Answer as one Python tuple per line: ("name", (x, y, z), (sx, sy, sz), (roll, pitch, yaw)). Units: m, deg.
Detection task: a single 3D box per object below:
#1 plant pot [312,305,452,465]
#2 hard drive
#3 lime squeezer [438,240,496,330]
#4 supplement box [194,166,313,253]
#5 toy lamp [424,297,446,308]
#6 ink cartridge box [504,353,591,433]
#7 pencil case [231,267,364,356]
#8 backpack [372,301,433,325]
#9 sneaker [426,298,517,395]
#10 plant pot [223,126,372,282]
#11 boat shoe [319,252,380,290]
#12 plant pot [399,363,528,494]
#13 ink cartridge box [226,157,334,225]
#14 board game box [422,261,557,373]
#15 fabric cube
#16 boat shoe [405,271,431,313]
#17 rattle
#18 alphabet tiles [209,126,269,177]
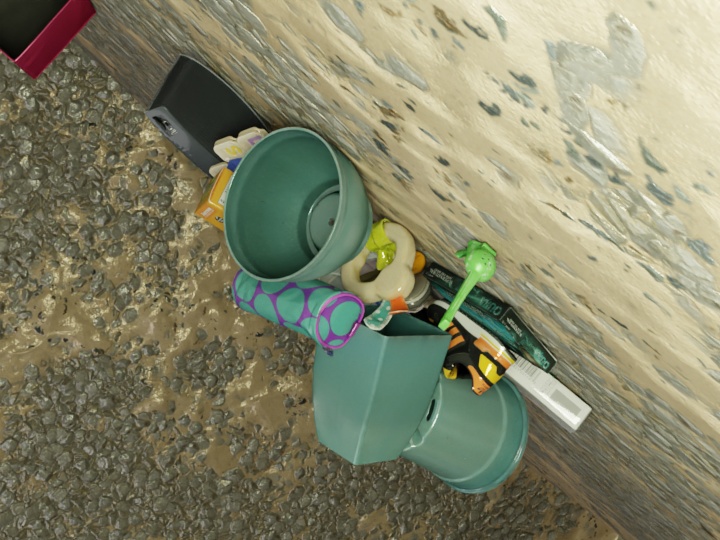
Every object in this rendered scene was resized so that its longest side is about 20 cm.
("plant pot", (0.018, 0.167, 1.318), (0.140, 0.202, 0.141), (3, -167, -44))
("hard drive", (-0.224, -0.225, 1.408), (0.042, 0.136, 0.200), (-6, 141, 45))
("lime squeezer", (0.127, -0.001, 1.029), (0.037, 0.071, 0.200), (25, -154, -1))
("supplement box", (-0.134, -0.064, 1.316), (0.199, 0.069, 0.066), (33, 152, -16))
("toy lamp", (0.116, 0.053, 1.586), (0.058, 0.058, 0.200), (43, 172, -20))
("ink cartridge box", (0.301, 0.198, 1.508), (0.161, 0.050, 0.200), (40, 180, 16))
("pencil case", (-0.089, 0.046, 1.266), (0.199, 0.085, 0.093), (21, 159, 43))
("backpack", (0.083, 0.093, 1.740), (0.201, 0.154, 0.163), (53, -154, 8))
("sneaker", (0.142, 0.113, 1.363), (0.070, 0.090, 0.200), (43, 175, -35))
("plant pot", (-0.066, -0.075, 1.223), (0.200, 0.201, 0.134), (38, -167, 34))
("boat shoe", (0.000, 0.001, 1.416), (0.064, 0.201, 0.075), (30, 126, 29))
("plant pot", (0.127, 0.231, 1.433), (0.195, 0.201, 0.200), (26, -174, -42))
("ink cartridge box", (-0.112, -0.093, 1.376), (0.093, 0.045, 0.200), (-6, 143, 31))
("board game box", (0.185, 0.066, 1.323), (0.135, 0.028, 0.200), (45, 174, -32))
("fabric cube", (-0.655, -0.519, 1.757), (0.200, 0.197, 0.199), (41, 177, -9))
("boat shoe", (0.082, 0.035, 1.441), (0.200, 0.066, 0.057), (-100, -10, -74))
("rattle", (0.055, 0.033, 1.313), (0.143, 0.129, 0.201), (60, 179, -42))
("alphabet tiles", (-0.125, -0.137, 1.370), (0.194, 0.015, 0.200), (-12, 139, 35))
